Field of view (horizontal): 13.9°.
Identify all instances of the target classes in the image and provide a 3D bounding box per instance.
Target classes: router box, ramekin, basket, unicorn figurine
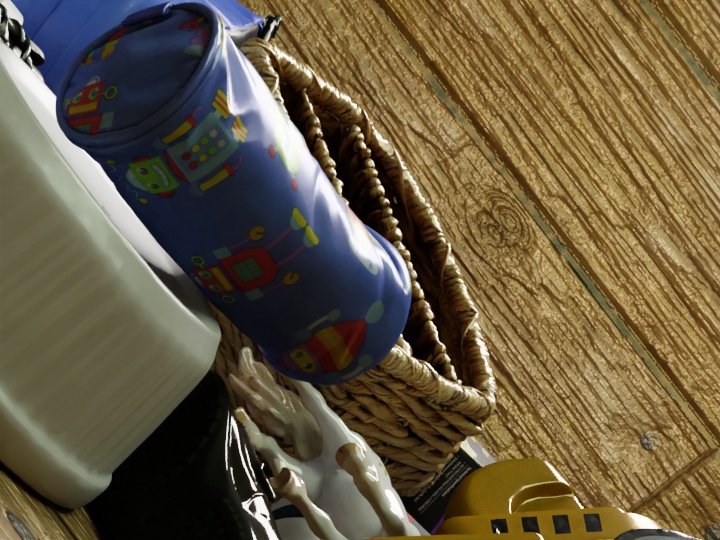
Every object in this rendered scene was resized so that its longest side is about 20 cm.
[{"bbox_3d":[0.012,0.081,1.687,0.149,0.051,0.200,45,2,2],"label":"router box"},{"bbox_3d":[-0.141,-0.007,1.227,0.202,0.094,0.202,53,2,-2],"label":"ramekin"},{"bbox_3d":[0.000,0.000,1.512,0.143,0.149,0.200,0,52,-30],"label":"basket"},{"bbox_3d":[-0.003,0.122,1.348,0.137,0.074,0.200,57,17,-36],"label":"unicorn figurine"}]

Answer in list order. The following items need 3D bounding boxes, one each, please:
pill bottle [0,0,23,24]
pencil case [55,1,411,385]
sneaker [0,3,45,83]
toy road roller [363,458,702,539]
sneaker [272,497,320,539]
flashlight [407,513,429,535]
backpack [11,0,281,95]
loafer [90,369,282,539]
[{"bbox_3d":[-0.249,-0.175,1.411,0.200,0.111,0.111,52,3,-20],"label":"pill bottle"},{"bbox_3d":[-0.049,-0.033,1.258,0.200,0.078,0.087,51,32,-45],"label":"pencil case"},{"bbox_3d":[-0.177,-0.106,1.298,0.200,0.080,0.074,88,5,-58],"label":"sneaker"},{"bbox_3d":[0.051,0.153,1.248,0.200,0.123,0.146,-1,28,-25],"label":"toy road roller"},{"bbox_3d":[0.008,0.203,1.438,0.200,0.076,0.081,48,17,-16],"label":"sneaker"},{"bbox_3d":[-0.029,0.124,1.798,0.068,0.068,0.200,32,-8,47],"label":"flashlight"},{"bbox_3d":[-0.160,-0.102,1.568,0.168,0.163,0.200,32,12,1],"label":"backpack"},{"bbox_3d":[-0.069,0.113,1.262,0.071,0.073,0.200,58,7,-28],"label":"loafer"}]
